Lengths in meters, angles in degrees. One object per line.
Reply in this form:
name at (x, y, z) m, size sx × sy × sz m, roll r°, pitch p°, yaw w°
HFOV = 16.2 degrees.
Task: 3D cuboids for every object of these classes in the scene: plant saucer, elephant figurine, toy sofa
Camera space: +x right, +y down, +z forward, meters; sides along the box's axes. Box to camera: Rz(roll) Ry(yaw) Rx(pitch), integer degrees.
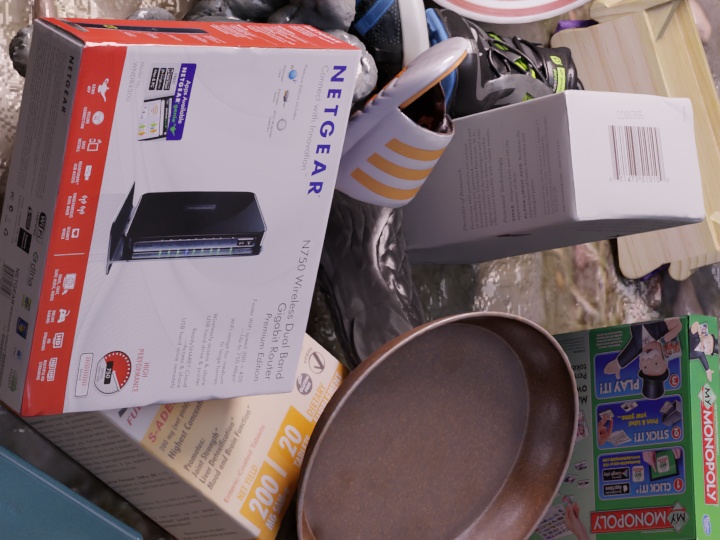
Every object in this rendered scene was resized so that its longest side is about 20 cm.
plant saucer at (0.039, 0.109, 1.468) m, size 0.200 × 0.034 × 0.201 m, roll -19°, pitch 125°, yaw -30°
elephant figurine at (-0.103, -0.102, 1.419) m, size 0.200 × 0.141 × 0.155 m, roll -29°, pitch 108°, yaw -21°
plant saucer at (-0.201, 0.129, 1.383) m, size 0.200 × 0.019 × 0.070 m, roll 37°, pitch 61°, yaw -31°
toy sofa at (0.210, -0.097, 1.739) m, size 0.083 × 0.097 × 0.200 m, roll -31°, pitch 104°, yaw -64°

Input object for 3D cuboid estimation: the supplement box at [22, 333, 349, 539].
supplement box at (-0.114, 0.055, 1.431) m, size 0.200 × 0.073 × 0.126 m, roll 41°, pitch 58°, yaw -28°

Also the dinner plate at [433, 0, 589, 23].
dinner plate at (0.105, -0.247, 1.551) m, size 0.200 × 0.024 × 0.201 m, roll -9°, pitch 122°, yaw -15°

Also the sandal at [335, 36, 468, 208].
sandal at (0.004, -0.058, 1.470) m, size 0.059 × 0.207 × 0.079 m, roll 47°, pitch 33°, yaw -3°

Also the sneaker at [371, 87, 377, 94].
sneaker at (0.004, -0.184, 1.581) m, size 0.112 × 0.078 × 0.200 m, roll 49°, pitch 66°, yaw -28°

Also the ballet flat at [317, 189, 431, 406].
ballet flat at (0.000, 0.000, 1.525) m, size 0.066 × 0.057 × 0.200 m, roll -11°, pitch 57°, yaw -3°

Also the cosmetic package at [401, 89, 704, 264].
cosmetic package at (0.099, -0.054, 1.548) m, size 0.113 × 0.200 × 0.081 m, roll 0°, pitch 82°, yaw -38°

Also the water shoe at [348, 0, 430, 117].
water shoe at (-0.008, -0.178, 1.497) m, size 0.079 × 0.072 × 0.200 m, roll -11°, pitch 104°, yaw -5°

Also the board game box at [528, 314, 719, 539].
board game box at (0.139, 0.105, 1.554) m, size 0.029 × 0.200 × 0.135 m, roll 5°, pitch 80°, yaw -40°

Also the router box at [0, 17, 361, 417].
router box at (-0.100, -0.030, 1.321) m, size 0.179 × 0.049 × 0.200 m, roll -4°, pitch 113°, yaw -40°

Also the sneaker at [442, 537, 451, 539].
sneaker at (0.029, 0.264, 1.531) m, size 0.115 × 0.078 × 0.200 m, roll -20°, pitch 83°, yaw -32°

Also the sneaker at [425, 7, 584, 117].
sneaker at (0.091, -0.126, 1.586) m, size 0.200 × 0.083 × 0.071 m, roll 18°, pitch 65°, yaw -67°
